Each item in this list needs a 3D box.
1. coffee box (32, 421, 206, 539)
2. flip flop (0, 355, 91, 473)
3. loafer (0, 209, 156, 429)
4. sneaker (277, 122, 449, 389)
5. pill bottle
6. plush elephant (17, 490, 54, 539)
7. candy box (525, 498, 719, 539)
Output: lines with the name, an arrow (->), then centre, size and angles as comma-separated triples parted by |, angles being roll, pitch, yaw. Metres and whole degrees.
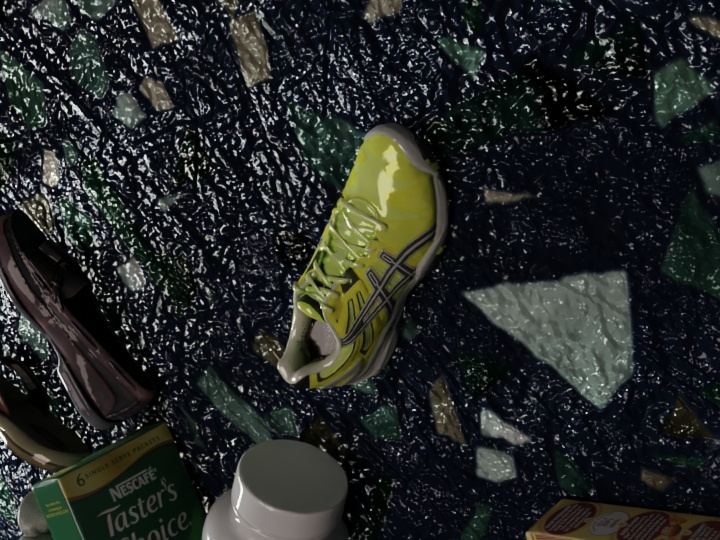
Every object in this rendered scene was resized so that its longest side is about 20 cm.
coffee box -> -0.173, 0.238, 1.039 | 0.044, 0.123, 0.201 | -22, 91, 43
flip flop -> -0.315, 0.111, 1.141 | 0.200, 0.081, 0.058 | 32, 107, 24
loafer -> -0.235, 0.033, 1.056 | 0.063, 0.072, 0.201 | -26, 96, 22
sneaker -> 0.000, 0.000, 0.837 | 0.075, 0.076, 0.201 | 31, 122, 28
pill bottle -> -0.069, 0.230, 0.958 | 0.111, 0.111, 0.201 | 31, 124, 26
plush elephant -> -0.266, 0.283, 1.099 | 0.199, 0.165, 0.155 | -22, 133, 27
candy box -> 0.204, 0.209, 0.765 | 0.199, 0.055, 0.116 | 0, 107, 40
